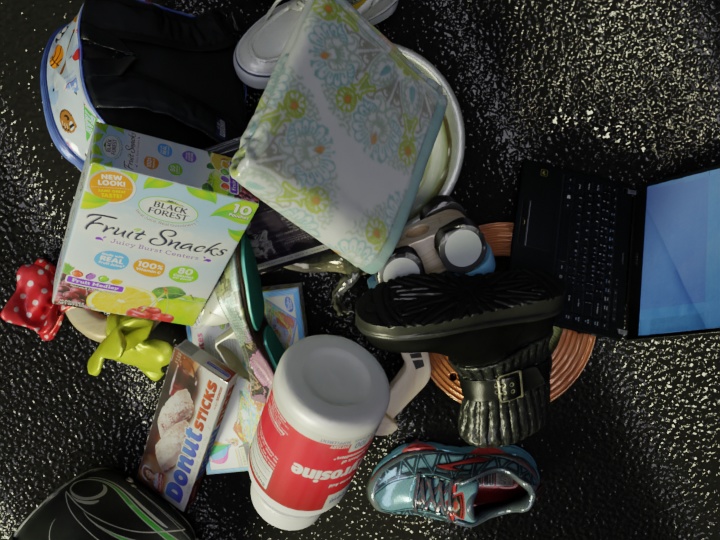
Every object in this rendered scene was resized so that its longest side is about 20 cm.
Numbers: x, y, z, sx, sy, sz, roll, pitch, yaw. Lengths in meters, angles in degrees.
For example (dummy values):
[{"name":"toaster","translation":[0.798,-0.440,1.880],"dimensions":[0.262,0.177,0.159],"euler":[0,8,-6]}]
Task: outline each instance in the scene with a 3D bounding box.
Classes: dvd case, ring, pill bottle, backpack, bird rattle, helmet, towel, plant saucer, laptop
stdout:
[{"name":"dvd case","translation":[-0.124,-0.052,0.748],"dimensions":[0.146,0.201,0.016],"euler":[-16,58,10]},{"name":"ring","translation":[0.151,0.050,0.814],"dimensions":[0.196,0.019,0.205],"euler":[-3,80,15]},{"name":"pill bottle","translation":[-0.050,0.169,0.759],"dimensions":[0.110,0.113,0.202],"euler":[21,129,-1]},{"name":"backpack","translation":[-0.205,-0.165,0.727],"dimensions":[0.152,0.189,0.204],"euler":[-23,69,30]},{"name":"bird rattle","translation":[-0.276,0.028,0.832],"dimensions":[0.198,0.113,0.164],"euler":[29,77,23]},{"name":"helmet","translation":[-0.271,0.336,0.832],"dimensions":[0.190,0.200,0.202],"euler":[36,99,14]},{"name":"towel","translation":[-0.012,-0.124,0.680],"dimensions":[0.170,0.048,0.203],"euler":[33,68,-31]},{"name":"plant saucer","translation":[0.011,-0.135,0.806],"dimensions":[0.196,0.050,0.204],"euler":[0,98,2]},{"name":"laptop","translation":[0.258,-0.032,0.750],"dimensions":[0.196,0.104,0.180],"euler":[13,68,-2]}]

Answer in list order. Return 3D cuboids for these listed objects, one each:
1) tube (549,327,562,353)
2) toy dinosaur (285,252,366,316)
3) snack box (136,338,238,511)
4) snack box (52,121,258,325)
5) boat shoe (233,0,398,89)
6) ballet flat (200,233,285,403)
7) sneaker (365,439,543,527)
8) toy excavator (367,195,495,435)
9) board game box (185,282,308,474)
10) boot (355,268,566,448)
[{"name":"tube","translation":[0.198,0.064,0.834],"dimensions":[0.201,0.052,0.058],"euler":[-53,136,5]},{"name":"toy dinosaur","translation":[0.000,0.000,0.832],"dimensions":[0.196,0.047,0.090],"euler":[-14,84,8]},{"name":"snack box","translation":[-0.193,0.173,0.836],"dimensions":[0.071,0.024,0.202],"euler":[29,120,12]},{"name":"snack box","translation":[-0.190,-0.031,0.689],"dimensions":[0.140,0.054,0.201],"euler":[11,140,-26]},{"name":"boat shoe","translation":[-0.035,-0.251,0.727],"dimensions":[0.200,0.086,0.075],"euler":[-33,79,-18]},{"name":"ballet flat","translation":[-0.121,0.059,0.782],"dimensions":[0.070,0.070,0.203],"euler":[-11,118,10]},{"name":"sneaker","translation":[0.102,0.235,0.837],"dimensions":[0.196,0.096,0.081],"euler":[-8,98,4]},{"name":"toy excavator","translation":[0.057,0.055,0.775],"dimensions":[0.192,0.100,0.203],"euler":[-23,112,1]},{"name":"board game box","translation":[-0.120,0.122,0.860],"dimensions":[0.132,0.034,0.204],"euler":[-5,99,3]},{"name":"boot","translation":[0.093,0.089,0.709],"dimensions":[0.207,0.080,0.161],"euler":[-3,118,-13]}]
